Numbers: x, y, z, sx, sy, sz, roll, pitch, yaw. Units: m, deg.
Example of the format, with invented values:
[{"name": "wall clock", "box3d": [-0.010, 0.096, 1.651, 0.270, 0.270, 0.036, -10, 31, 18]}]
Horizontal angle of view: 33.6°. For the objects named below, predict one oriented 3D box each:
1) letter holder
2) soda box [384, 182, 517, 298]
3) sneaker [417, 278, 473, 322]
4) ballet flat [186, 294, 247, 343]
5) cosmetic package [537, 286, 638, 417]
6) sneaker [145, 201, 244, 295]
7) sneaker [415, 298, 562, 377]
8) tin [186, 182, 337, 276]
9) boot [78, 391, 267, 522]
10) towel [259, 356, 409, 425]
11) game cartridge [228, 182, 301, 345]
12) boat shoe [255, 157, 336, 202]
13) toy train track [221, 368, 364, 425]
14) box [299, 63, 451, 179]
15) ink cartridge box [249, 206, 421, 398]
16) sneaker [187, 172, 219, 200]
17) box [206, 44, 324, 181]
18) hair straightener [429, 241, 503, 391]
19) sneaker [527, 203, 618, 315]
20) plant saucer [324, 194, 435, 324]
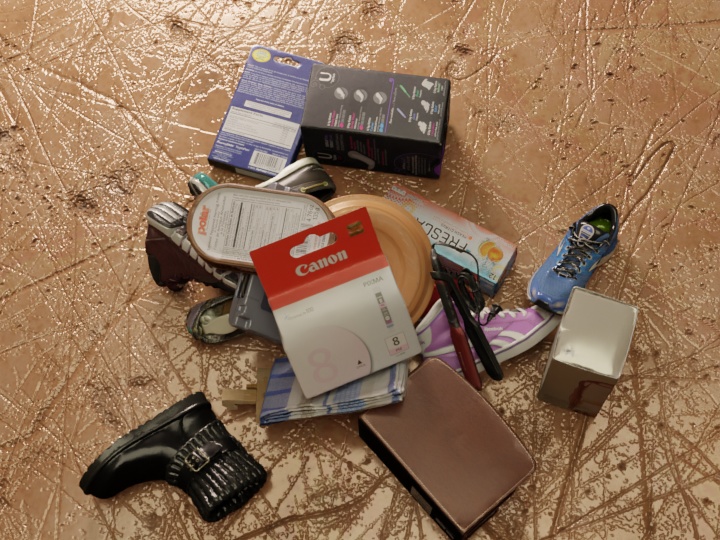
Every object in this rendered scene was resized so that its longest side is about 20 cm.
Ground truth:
[{"name": "letter holder", "box3d": [0.114, 0.230, 1.547, 0.142, 0.101, 0.200, -39, 73, -14]}, {"name": "soda box", "box3d": [0.117, -0.042, 1.665, 0.200, 0.064, 0.068, 28, 73, 13]}, {"name": "sneaker", "box3d": [0.061, 0.009, 1.620, 0.200, 0.116, 0.078, 16, 71, 8]}, {"name": "ballet flat", "box3d": [-0.142, 0.055, 1.635, 0.200, 0.072, 0.072, -18, 70, -3]}, {"name": "cosmetic package", "box3d": [0.288, 0.109, 1.529, 0.087, 0.200, 0.103, 18, 73, 10]}, {"name": "sneaker", "box3d": [-0.220, 0.000, 1.644, 0.200, 0.116, 0.076, 38, 40, 19]}, {"name": "sneaker", "box3d": [0.169, 0.065, 1.598, 0.200, 0.073, 0.114, -26, 97, -8]}, {"name": "tin", "box3d": [-0.125, -0.052, 1.527, 0.200, 0.042, 0.112, 8, 75, 8]}, {"name": "boot", "box3d": [-0.244, 0.272, 1.555, 0.211, 0.079, 0.158, -34, 72, -10]}, {"name": "towel", "box3d": [-0.031, 0.139, 1.562, 0.200, 0.024, 0.147, -12, 30, 14]}, {"name": "game cartridge", "box3d": [-0.093, -0.001, 1.591, 0.133, 0.041, 0.200, 24, 75, -32]}, {"name": "boat shoe", "box3d": [-0.128, -0.085, 1.684, 0.201, 0.072, 0.061, -34, 61, -12]}, {"name": "toy train track", "box3d": [-0.086, 0.181, 1.605, 0.200, 0.033, 0.115, 1, 34, -4]}, {"name": "box", "box3d": [0.024, -0.212, 1.700, 0.200, 0.122, 0.106, 8, 71, 5]}, {"name": "ink cartridge box", "box3d": [-0.030, 0.043, 1.491, 0.162, 0.200, 0.057, -22, 28, -2]}, {"name": "sneaker", "box3d": [-0.147, -0.078, 1.625, 0.200, 0.078, 0.080, 33, 82, -23]}, {"name": "box", "box3d": [-0.135, -0.230, 1.762, 0.121, 0.032, 0.200, 17, 73, 8]}, {"name": "hair straightener", "box3d": [0.143, 0.053, 1.556, 0.077, 0.041, 0.200, -21, 87, -23]}, {"name": "sneaker", "box3d": [0.289, -0.023, 1.611, 0.079, 0.089, 0.200, 27, 55, 19]}, {"name": "plant saucer", "box3d": [0.000, 0.000, 1.557, 0.200, 0.032, 0.200, 0, 90, -5]}]
